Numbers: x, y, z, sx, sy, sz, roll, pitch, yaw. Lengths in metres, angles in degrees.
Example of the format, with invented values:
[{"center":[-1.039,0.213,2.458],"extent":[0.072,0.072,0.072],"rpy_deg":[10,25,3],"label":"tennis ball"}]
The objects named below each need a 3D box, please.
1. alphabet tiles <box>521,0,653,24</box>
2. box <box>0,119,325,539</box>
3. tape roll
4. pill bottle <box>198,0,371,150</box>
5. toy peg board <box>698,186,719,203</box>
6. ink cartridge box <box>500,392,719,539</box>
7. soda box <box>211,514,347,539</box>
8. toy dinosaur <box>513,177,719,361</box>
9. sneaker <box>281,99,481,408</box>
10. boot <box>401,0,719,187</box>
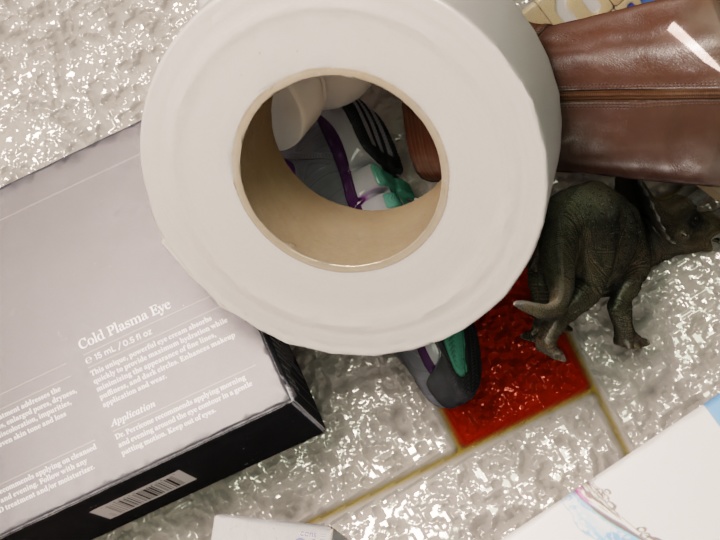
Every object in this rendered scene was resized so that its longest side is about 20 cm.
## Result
[{"center":[0.174,-0.156,0.888],"extent":[0.200,0.008,0.167],"rpy_deg":[-41,116,2],"label":"alphabet tiles"},{"center":[-0.149,0.042,0.902],"extent":[0.200,0.104,0.183],"rpy_deg":[-24,74,2],"label":"box"},{"center":[-0.004,-0.060,0.787],"extent":[0.202,0.071,0.203],"rpy_deg":[5,118,10],"label":"tape roll"},{"center":[-0.018,-0.165,0.900],"extent":[0.113,0.113,0.200],"rpy_deg":[26,58,15],"label":"pill bottle"},{"center":[0.292,-0.093,0.836],"extent":[0.199,0.098,0.200],"rpy_deg":[36,84,-4],"label":"toy peg board"},{"center":[0.161,0.167,0.794],"extent":[0.200,0.147,0.146],"rpy_deg":[-33,73,-1],"label":"ink cartridge box"},{"center":[-0.055,0.234,0.855],"extent":[0.068,0.063,0.201],"rpy_deg":[5,76,9],"label":"soda box"},{"center":[0.119,-0.009,0.859],"extent":[0.077,0.200,0.103],"rpy_deg":[14,101,39],"label":"toy dinosaur"},{"center":[0.000,0.000,0.917],"extent":[0.087,0.074,0.200],"rpy_deg":[-30,64,18],"label":"sneaker"},{"center":[0.101,-0.129,0.800],"extent":[0.200,0.064,0.187],"rpy_deg":[2,116,41],"label":"boot"}]
